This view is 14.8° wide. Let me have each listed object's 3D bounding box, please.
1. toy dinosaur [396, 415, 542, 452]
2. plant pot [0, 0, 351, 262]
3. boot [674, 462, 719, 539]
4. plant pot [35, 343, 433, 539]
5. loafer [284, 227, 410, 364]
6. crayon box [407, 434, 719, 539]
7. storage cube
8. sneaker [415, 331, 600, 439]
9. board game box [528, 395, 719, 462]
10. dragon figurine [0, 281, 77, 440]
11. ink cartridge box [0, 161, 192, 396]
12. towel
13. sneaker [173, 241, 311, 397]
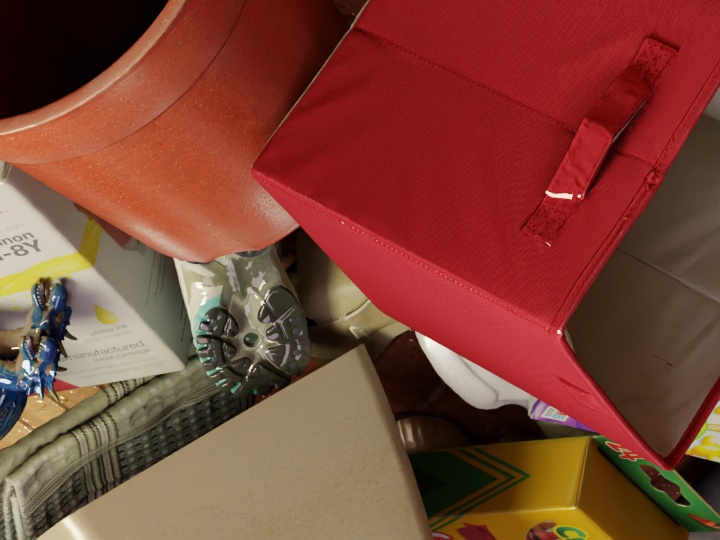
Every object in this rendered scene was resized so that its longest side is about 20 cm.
[{"bbox_3d":[0.026,0.129,1.739,0.200,0.058,0.101,-4,132,0],"label":"toy dinosaur"},{"bbox_3d":[-0.101,-0.109,1.270,0.201,0.201,0.195,-12,151,24],"label":"plant pot"},{"bbox_3d":[0.228,0.118,1.662,0.182,0.073,0.200,11,153,-22],"label":"boot"},{"bbox_3d":[-0.061,0.182,1.545,0.200,0.177,0.200,-30,176,-24],"label":"plant pot"},{"bbox_3d":[0.000,0.000,1.509,0.067,0.076,0.200,9,147,-18],"label":"loafer"},{"bbox_3d":[0.104,0.151,1.633,0.200,0.051,0.127,-9,144,36],"label":"crayon box"},{"bbox_3d":[0.091,-0.042,1.265,0.180,0.171,0.200,29,171,30],"label":"storage cube"},{"bbox_3d":[0.111,0.043,1.579,0.088,0.075,0.200,-32,140,27],"label":"sneaker"},{"bbox_3d":[0.204,0.036,1.509,0.200,0.105,0.103,14,145,-14],"label":"board game box"},{"bbox_3d":[-0.219,0.081,1.490,0.099,0.059,0.200,26,123,-1],"label":"dragon figurine"},{"bbox_3d":[-0.197,-0.017,1.503,0.145,0.083,0.200,-10,144,23],"label":"ink cartridge box"},{"bbox_3d":[-0.144,0.116,1.628,0.200,0.035,0.193,-29,162,-18],"label":"towel"},{"bbox_3d":[-0.079,-0.032,1.472,0.078,0.086,0.200,-11,124,-10],"label":"sneaker"}]
